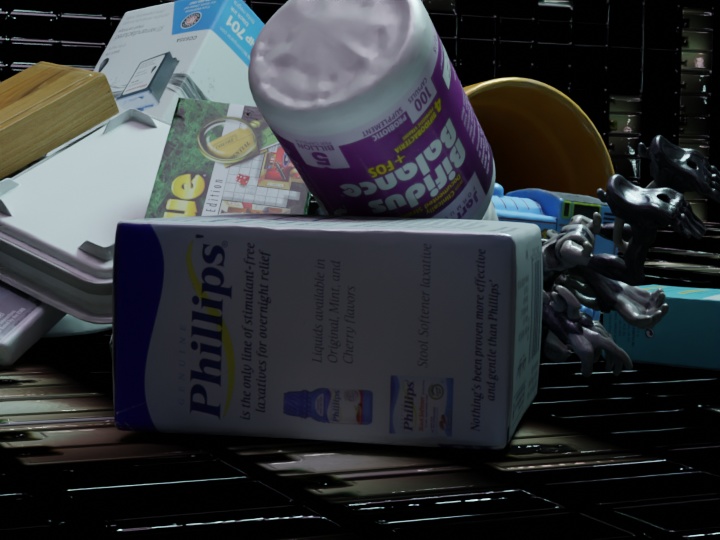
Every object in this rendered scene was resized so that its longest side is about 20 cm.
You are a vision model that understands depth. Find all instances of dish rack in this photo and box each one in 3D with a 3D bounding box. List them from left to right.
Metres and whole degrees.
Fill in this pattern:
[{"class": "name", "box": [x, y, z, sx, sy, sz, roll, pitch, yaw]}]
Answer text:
[{"class": "dish rack", "box": [-0.166, -0.050, 1.093, 0.170, 0.044, 0.200, 22, 41, 30]}]

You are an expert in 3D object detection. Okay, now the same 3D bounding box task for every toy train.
[{"class": "toy train", "box": [0.109, -0.008, 1.192, 0.198, 0.116, 0.086, 5, 1, -35]}]

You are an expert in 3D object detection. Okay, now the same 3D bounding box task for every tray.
[{"class": "tray", "box": [-0.284, -0.091, 1.140, 0.199, 0.037, 0.098, -34, 31, -30]}]

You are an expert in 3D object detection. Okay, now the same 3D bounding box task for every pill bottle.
[{"class": "pill bottle", "box": [0.018, -0.074, 0.953, 0.111, 0.113, 0.200, 3, -32, 27]}]

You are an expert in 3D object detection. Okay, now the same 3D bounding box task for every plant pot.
[{"class": "plant pot", "box": [0.086, -0.052, 1.340, 0.198, 0.203, 0.183, -1, 0, -28]}]

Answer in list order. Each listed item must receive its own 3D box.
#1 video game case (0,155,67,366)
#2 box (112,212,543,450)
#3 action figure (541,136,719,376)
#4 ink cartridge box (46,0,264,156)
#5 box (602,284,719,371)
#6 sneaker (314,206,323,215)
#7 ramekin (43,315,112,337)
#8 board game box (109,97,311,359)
[{"class": "video game case", "box": [-0.258, -0.021, 1.109, 0.180, 0.024, 0.200, 16, 40, 23]}, {"class": "box", "box": [-0.009, 0.025, 0.831, 0.198, 0.106, 0.184, 3, 3, 11]}, {"class": "action figure", "box": [0.144, 0.013, 0.987, 0.200, 0.102, 0.119, -46, 1, 40]}, {"class": "ink cartridge box", "box": [-0.171, -0.127, 1.332, 0.145, 0.201, 0.086, -3, -38, 42]}, {"class": "box", "box": [0.270, 0.042, 1.070, 0.198, 0.050, 0.082, 4, 5, 37]}, {"class": "sneaker", "box": [0.000, 0.000, 1.255, 0.086, 0.075, 0.200, 10, -10, 0]}, {"class": "ramekin", "box": [-0.287, -0.004, 1.243, 0.200, 0.095, 0.202, 1, 4, 0]}, {"class": "board game box", "box": [-0.089, -0.025, 1.015, 0.103, 0.202, 0.024, 5, -34, 6]}]
